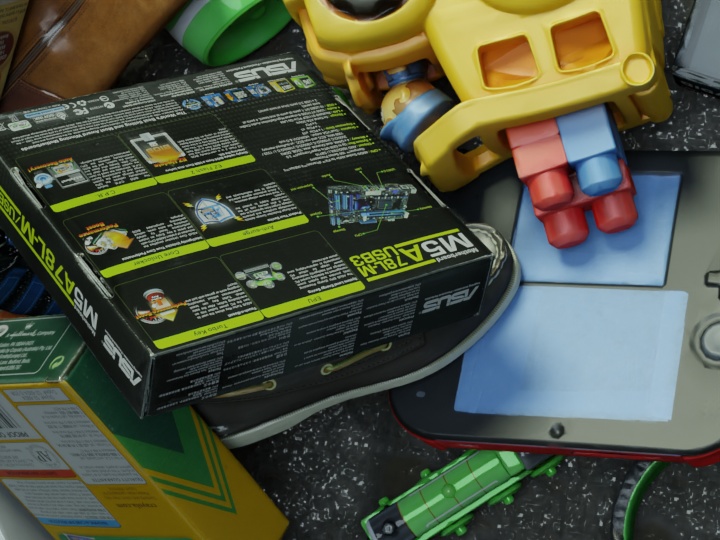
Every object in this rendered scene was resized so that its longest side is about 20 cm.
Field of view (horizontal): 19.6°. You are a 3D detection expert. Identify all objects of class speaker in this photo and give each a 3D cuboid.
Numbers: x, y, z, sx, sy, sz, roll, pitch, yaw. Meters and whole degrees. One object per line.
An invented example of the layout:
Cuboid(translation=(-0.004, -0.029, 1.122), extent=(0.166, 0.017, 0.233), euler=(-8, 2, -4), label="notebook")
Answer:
Cuboid(translation=(-0.116, -0.216, 1.190), extent=(0.088, 0.088, 0.201), euler=(-37, 79, 7), label="speaker")

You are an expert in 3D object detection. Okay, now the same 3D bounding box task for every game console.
Cuboid(translation=(0.119, 0.014, 1.107), extent=(0.198, 0.031, 0.178), euler=(2, 68, 22), label="game console")

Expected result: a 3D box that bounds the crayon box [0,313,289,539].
Cuboid(translation=(-0.126, 0.108, 1.098), extent=(0.125, 0.200, 0.052), euler=(-5, 42, 42), label="crayon box")

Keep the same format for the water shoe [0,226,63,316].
Cuboid(translation=(-0.178, -0.008, 1.081), extent=(0.198, 0.079, 0.072), euler=(-1, 89, 10), label="water shoe")

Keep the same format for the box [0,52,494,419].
Cuboid(translation=(-0.066, -0.026, 1.040), extent=(0.193, 0.199, 0.048), euler=(49, 140, 34), label="box")

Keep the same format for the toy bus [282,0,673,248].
Cuboid(translation=(0.071, -0.103, 1.111), extent=(0.198, 0.136, 0.194), euler=(-14, 81, 12), label="toy bus")

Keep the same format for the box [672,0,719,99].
Cuboid(translation=(0.272, -0.172, 1.119), extent=(0.158, 0.046, 0.202), euler=(19, 90, 13), label="box")

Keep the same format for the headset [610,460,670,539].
Cuboid(translation=(0.198, 0.173, 1.085), extent=(0.122, 0.094, 0.202), euler=(-15, 71, 12), label="headset")

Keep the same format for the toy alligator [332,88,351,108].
Cuboid(translation=(0.000, 0.000, 1.168), extent=(0.054, 0.059, 0.202), euler=(-20, 87, 55), label="toy alligator")

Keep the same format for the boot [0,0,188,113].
Cuboid(translation=(-0.199, -0.158, 1.167), extent=(0.188, 0.068, 0.200), euler=(46, 126, 11), label="boot")

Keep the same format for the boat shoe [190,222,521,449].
Cuboid(translation=(-0.008, 0.027, 1.089), extent=(0.200, 0.061, 0.072), euler=(-27, 58, -5), label="boat shoe")

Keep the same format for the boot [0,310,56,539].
Cuboid(translation=(-0.236, 0.100, 1.189), extent=(0.095, 0.073, 0.201), euler=(-31, 57, 19), label="boot")

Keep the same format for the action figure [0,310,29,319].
Cuboid(translation=(-0.125, -0.012, 1.169), extent=(0.192, 0.105, 0.202), euler=(20, 79, -8), label="action figure")

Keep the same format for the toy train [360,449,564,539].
Cuboid(translation=(0.084, 0.099, 1.135), extent=(0.199, 0.056, 0.042), euler=(-34, 80, 7), label="toy train")

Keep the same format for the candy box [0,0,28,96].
Cuboid(translation=(-0.250, -0.134, 1.145), extent=(0.115, 0.055, 0.201), euler=(27, 112, 15), label="candy box")
